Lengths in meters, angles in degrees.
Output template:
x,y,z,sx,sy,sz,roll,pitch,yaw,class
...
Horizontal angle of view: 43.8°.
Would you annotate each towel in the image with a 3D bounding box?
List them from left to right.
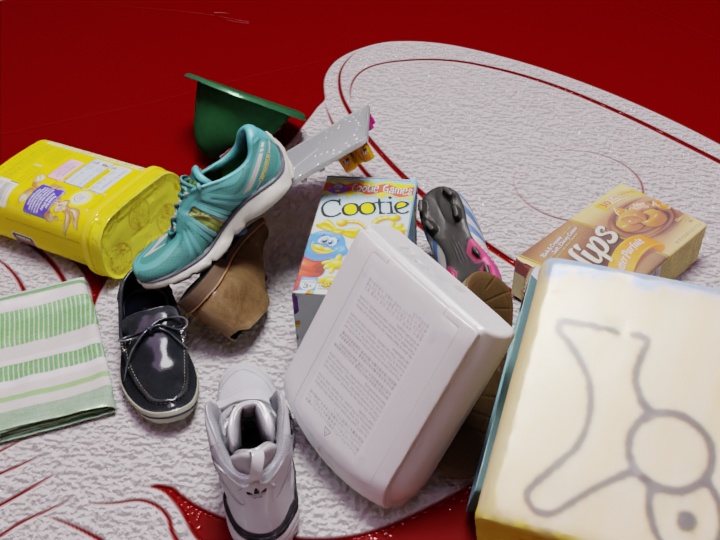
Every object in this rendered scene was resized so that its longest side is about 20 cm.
x,y,z,sx,sy,sz,roll,pitch,yaw,class
-0.337,0.087,0.904,0.152,0.023,0.200,-13,41,-15,towel

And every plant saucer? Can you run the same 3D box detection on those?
x,y,z,sx,sy,sz,roll,pitch,yaw,class
0.125,0.105,0.764,0.019,0.070,0.201,15,63,8,plant saucer

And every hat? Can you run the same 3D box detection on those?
x,y,z,sx,sy,sz,roll,pitch,yaw,class
-0.186,-0.154,1.197,0.165,0.177,0.199,26,11,37,hat

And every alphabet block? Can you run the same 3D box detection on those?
x,y,z,sx,sy,sz,roll,pitch,yaw,class
0.199,0.137,0.649,0.194,0.197,0.201,12,61,18,alphabet block

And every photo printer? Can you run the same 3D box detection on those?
x,y,z,sx,sy,sz,roll,pitch,yaw,class
0.021,0.087,0.767,0.069,0.201,0.166,4,30,-48,photo printer

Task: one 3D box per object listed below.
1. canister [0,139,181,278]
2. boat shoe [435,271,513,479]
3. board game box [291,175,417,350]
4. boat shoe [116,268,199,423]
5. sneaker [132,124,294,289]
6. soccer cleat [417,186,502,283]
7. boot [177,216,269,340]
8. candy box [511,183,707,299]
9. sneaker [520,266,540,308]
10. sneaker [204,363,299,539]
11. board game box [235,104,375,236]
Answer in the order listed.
x,y,z,sx,sy,sz,roll,pitch,yaw,class
-0.330,-0.079,1.056,0.199,0.087,0.149,17,44,23,canister
0.097,0.100,0.833,0.073,0.063,0.201,26,60,-15,boat shoe
0.000,0.000,0.934,0.102,0.105,0.201,4,39,7,board game box
-0.207,0.069,0.891,0.074,0.063,0.200,-10,42,-14,boat shoe
-0.160,-0.066,0.905,0.200,0.080,0.077,-46,42,-4,sneaker
0.118,0.000,0.961,0.070,0.086,0.201,-24,59,19,soccer cleat
-0.130,0.008,0.974,0.075,0.074,0.200,43,27,-12,boot
0.272,-0.013,0.978,0.200,0.056,0.115,-33,49,-31,candy box
0.202,0.082,0.849,0.108,0.070,0.201,3,49,12,sneaker
-0.093,0.129,0.772,0.075,0.115,0.200,-8,40,-8,sneaker
-0.072,-0.112,1.023,0.199,0.026,0.200,-29,17,11,board game box
